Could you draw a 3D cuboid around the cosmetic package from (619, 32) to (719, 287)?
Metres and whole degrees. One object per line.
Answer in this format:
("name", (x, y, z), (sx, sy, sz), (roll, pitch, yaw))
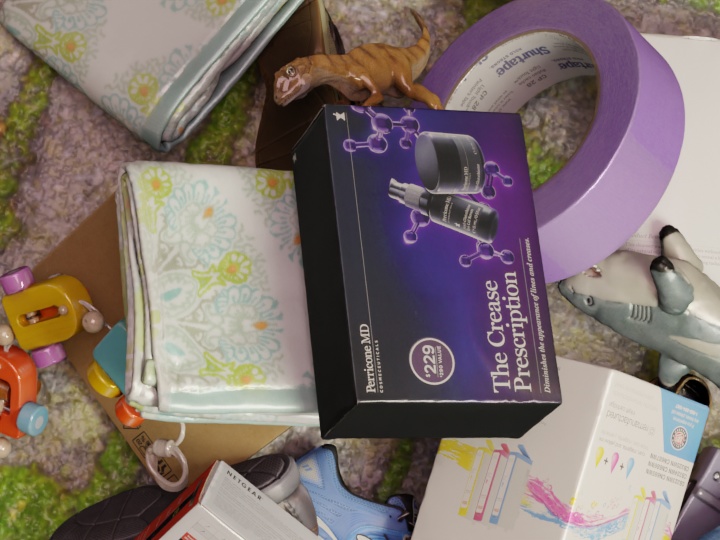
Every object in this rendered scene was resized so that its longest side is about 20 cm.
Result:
("cosmetic package", (0.233, -0.065, 1.571), (0.112, 0.081, 0.201), (7, 79, -4))

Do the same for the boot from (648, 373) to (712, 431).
("boot", (0.188, 0.159, 1.533), (0.073, 0.075, 0.201), (30, 81, -1))

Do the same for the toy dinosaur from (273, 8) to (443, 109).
("toy dinosaur", (0.022, -0.136, 1.515), (0.200, 0.060, 0.107), (-21, 83, -52))

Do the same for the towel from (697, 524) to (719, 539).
("towel", (0.279, 0.210, 1.484), (0.200, 0.048, 0.112), (-33, 111, -23))

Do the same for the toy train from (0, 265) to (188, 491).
("toy train", (-0.187, 0.071, 1.485), (0.199, 0.056, 0.151), (15, 118, 27))

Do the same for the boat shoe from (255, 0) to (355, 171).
("boat shoe", (-0.033, -0.114, 1.550), (0.073, 0.065, 0.201), (-12, 70, 29))

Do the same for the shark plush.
("shark plush", (0.232, 0.054, 1.501), (0.200, 0.091, 0.083), (42, 111, -15))

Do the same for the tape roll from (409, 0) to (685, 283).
("tape roll", (0.124, -0.093, 1.511), (0.199, 0.066, 0.201), (-21, 53, 29))

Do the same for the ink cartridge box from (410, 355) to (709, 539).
("ink cartridge box", (0.129, 0.163, 1.464), (0.125, 0.128, 0.201), (12, 84, 42))

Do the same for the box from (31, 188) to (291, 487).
("box", (-0.134, 0.049, 1.492), (0.200, 0.163, 0.021), (54, 39, 3))

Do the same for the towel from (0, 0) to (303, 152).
("towel", (-0.137, -0.205, 1.554), (0.171, 0.048, 0.200), (38, 84, 24))

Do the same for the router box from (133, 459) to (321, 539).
("router box", (-0.076, 0.245, 1.436), (0.200, 0.049, 0.179), (40, 123, -11))

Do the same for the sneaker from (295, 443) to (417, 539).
("sneaker", (0.019, 0.202, 1.511), (0.089, 0.079, 0.200), (-42, 86, -7))

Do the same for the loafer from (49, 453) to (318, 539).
("loafer", (-0.121, 0.182, 1.482), (0.199, 0.072, 0.063), (-18, 114, 24))

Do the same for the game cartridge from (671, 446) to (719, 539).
("game cartridge", (0.249, 0.242, 1.530), (0.129, 0.038, 0.200), (33, 80, -11))

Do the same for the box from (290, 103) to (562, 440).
("box", (0.040, 0.002, 1.380), (0.140, 0.079, 0.201), (0, 68, -18))

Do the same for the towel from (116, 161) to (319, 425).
("towel", (-0.062, 0.015, 1.411), (0.199, 0.048, 0.172), (4, 69, -26))
